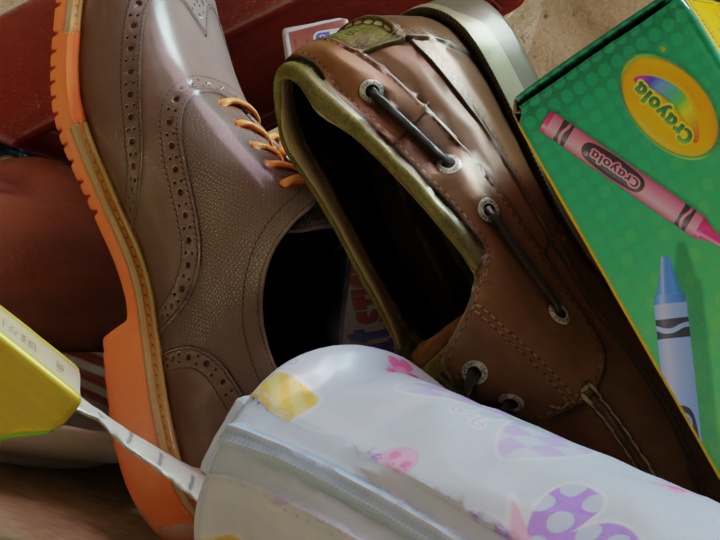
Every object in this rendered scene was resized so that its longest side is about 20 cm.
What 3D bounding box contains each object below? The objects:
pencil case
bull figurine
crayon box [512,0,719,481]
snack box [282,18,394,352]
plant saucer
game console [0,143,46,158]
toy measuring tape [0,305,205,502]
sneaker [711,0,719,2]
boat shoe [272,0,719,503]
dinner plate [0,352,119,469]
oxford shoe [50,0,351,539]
[{"bbox_3d":[0.045,0.081,0.641,0.091,0.083,0.200,14,6,-40],"label":"pencil case"},{"bbox_3d":[-0.104,-0.004,0.894,0.121,0.065,0.200,16,1,34],"label":"bull figurine"},{"bbox_3d":[0.131,0.027,0.729,0.119,0.058,0.200,0,58,-63],"label":"crayon box"},{"bbox_3d":[0.000,0.000,0.911,0.024,0.072,0.200,-11,-27,1],"label":"snack box"},{"bbox_3d":[-0.033,-0.083,0.938,0.200,0.037,0.200,-25,-9,10],"label":"plant saucer"},{"bbox_3d":[-0.180,-0.083,1.128,0.200,0.119,0.172,-2,-10,44],"label":"game console"},{"bbox_3d":[-0.101,0.050,0.727,0.200,0.074,0.074,39,2,-10],"label":"toy measuring tape"},{"bbox_3d":[0.155,-0.020,0.856,0.200,0.078,0.070,60,1,38],"label":"sneaker"},{"bbox_3d":[0.039,0.022,0.751,0.068,0.072,0.200,-20,73,-37],"label":"boat shoe"},{"bbox_3d":[-0.140,0.031,0.878,0.200,0.024,0.200,18,6,-2],"label":"dinner plate"},{"bbox_3d":[-0.037,-0.024,0.798,0.073,0.200,0.071,-19,-13,30],"label":"oxford shoe"}]
